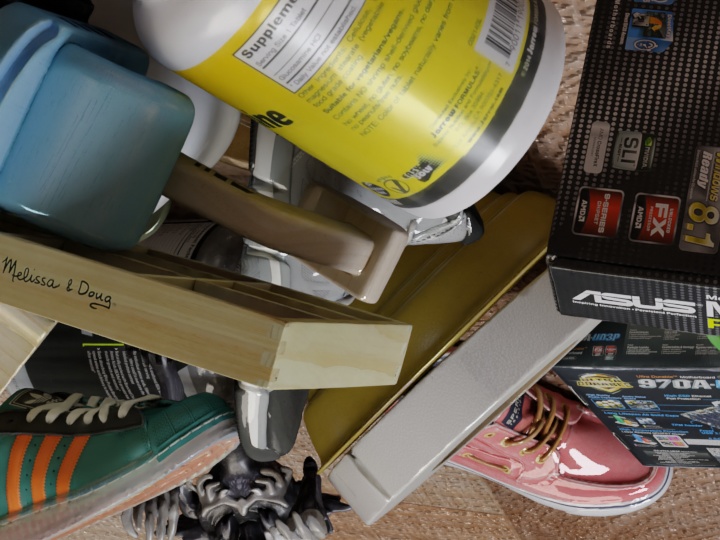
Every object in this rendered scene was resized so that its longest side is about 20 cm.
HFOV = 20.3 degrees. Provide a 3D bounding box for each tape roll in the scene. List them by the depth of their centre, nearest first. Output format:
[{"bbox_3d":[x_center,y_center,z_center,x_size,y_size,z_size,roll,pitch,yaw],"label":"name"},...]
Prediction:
[{"bbox_3d":[0.067,0.060,1.092,0.037,0.202,0.203,48,156,6],"label":"tape roll"}]

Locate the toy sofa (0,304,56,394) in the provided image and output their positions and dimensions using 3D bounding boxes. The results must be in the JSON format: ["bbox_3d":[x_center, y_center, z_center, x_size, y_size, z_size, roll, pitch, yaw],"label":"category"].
[{"bbox_3d":[-0.196,0.008,1.057,0.083,0.098,0.200,38,180,-6],"label":"toy sofa"}]

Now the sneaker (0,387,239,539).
[{"bbox_3d":[-0.150,0.092,1.034,0.199,0.080,0.071,-25,173,29],"label":"sneaker"}]

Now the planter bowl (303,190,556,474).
[{"bbox_3d":[0.022,0.009,1.063,0.083,0.200,0.200,46,155,3],"label":"planter bowl"}]

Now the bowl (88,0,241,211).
[{"bbox_3d":[-0.162,-0.079,0.950,0.199,0.091,0.202,12,139,11],"label":"bowl"}]

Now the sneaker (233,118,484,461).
[{"bbox_3d":[0.000,0.000,0.953,0.114,0.202,0.075,4,-163,-2],"label":"sneaker"}]

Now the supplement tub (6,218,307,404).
[{"bbox_3d":[-0.113,0.030,1.201,0.199,0.123,0.123,0,154,30],"label":"supplement tub"}]

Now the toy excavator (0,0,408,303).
[{"bbox_3d":[-0.091,-0.044,0.841,0.199,0.100,0.194,30,-173,14],"label":"toy excavator"}]

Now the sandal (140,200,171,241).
[{"bbox_3d":[-0.191,-0.061,1.083,0.200,0.080,0.057,16,-158,-23],"label":"sandal"}]

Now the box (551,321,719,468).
[{"bbox_3d":[0.234,0.071,1.201,0.199,0.046,0.159,-2,152,32],"label":"box"}]

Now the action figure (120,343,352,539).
[{"bbox_3d":[-0.074,0.114,1.104,0.118,0.102,0.201,-6,125,11],"label":"action figure"}]

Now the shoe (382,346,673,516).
[{"bbox_3d":[0.109,0.105,1.313,0.199,0.072,0.091,15,163,8],"label":"shoe"}]

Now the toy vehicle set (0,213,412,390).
[{"bbox_3d":[-0.093,0.008,0.828,0.199,0.027,0.124,16,-176,23],"label":"toy vehicle set"}]

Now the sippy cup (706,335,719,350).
[{"bbox_3d":[0.259,0.005,0.948,0.177,0.140,0.131,-28,147,-13],"label":"sippy cup"}]

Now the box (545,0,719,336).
[{"bbox_3d":[0.162,-0.072,0.721,0.159,0.201,0.044,7,156,16],"label":"box"}]

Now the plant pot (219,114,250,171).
[{"bbox_3d":[-0.042,-0.093,1.007,0.198,0.028,0.200,11,157,5],"label":"plant pot"}]

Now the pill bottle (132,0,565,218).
[{"bbox_3d":[-0.021,-0.113,0.833,0.199,0.113,0.112,30,152,-27],"label":"pill bottle"}]
